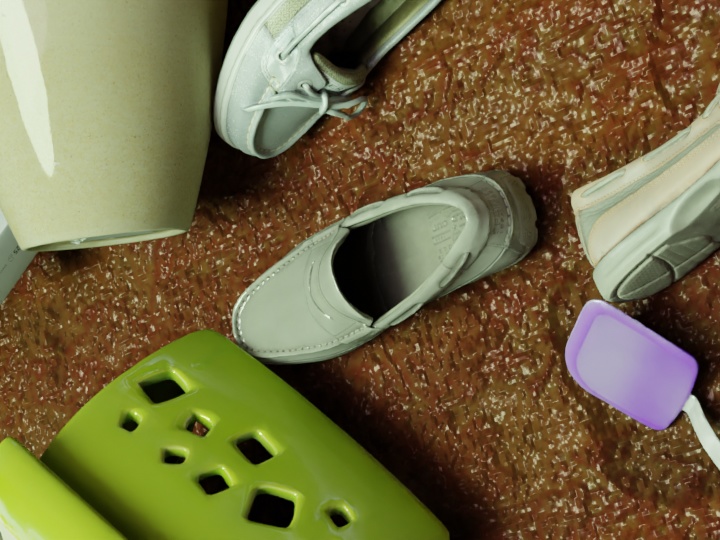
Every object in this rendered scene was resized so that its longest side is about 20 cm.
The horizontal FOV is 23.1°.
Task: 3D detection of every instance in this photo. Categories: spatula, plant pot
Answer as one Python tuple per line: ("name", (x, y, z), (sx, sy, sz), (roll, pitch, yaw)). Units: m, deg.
("spatula", (0.175, 0.090, 0.822), (0.200, 0.020, 0.057), (44, 138, 23))
("plant pot", (-0.148, -0.116, 0.952), (0.186, 0.187, 0.202), (-9, 88, 36))
("plant pot", (-0.101, 0.180, 0.920), (0.198, 0.181, 0.201), (37, 126, 28))

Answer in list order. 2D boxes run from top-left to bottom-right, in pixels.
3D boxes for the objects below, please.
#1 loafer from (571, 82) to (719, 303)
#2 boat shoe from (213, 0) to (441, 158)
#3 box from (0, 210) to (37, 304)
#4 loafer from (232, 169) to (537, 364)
("loafer", (0.169, -0.064, 0.796), (0.200, 0.072, 0.063), (-43, 61, 33))
("boat shoe", (-0.003, -0.129, 0.916), (0.202, 0.074, 0.065), (-47, 62, 22))
("box", (-0.255, -0.081, 1.082), (0.199, 0.041, 0.157), (27, 77, 33))
("loafer", (0.000, 0.000, 0.921), (0.199, 0.070, 0.071), (-29, 76, 35))
